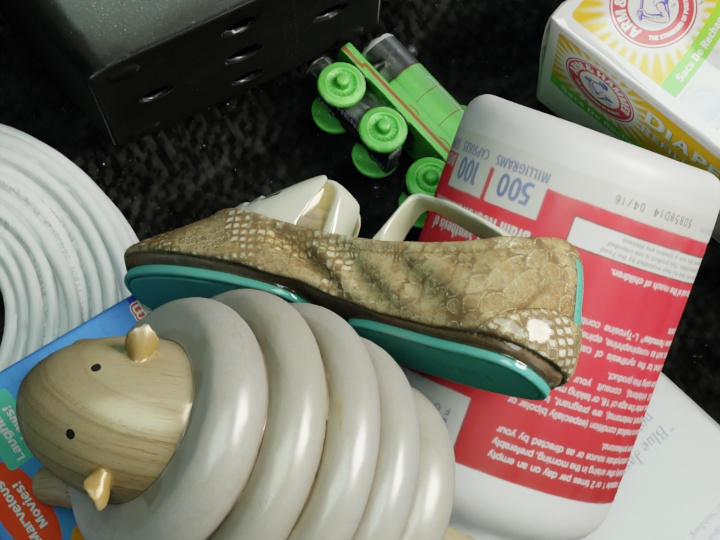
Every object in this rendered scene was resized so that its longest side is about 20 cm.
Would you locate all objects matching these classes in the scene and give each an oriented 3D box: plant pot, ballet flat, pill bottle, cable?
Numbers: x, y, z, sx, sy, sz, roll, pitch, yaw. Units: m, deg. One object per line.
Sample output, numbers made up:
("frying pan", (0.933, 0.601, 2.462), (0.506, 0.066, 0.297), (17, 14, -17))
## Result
("plant pot", (-0.088, -0.170, 0.937), (0.199, 0.200, 0.178), (-25, 83, -5))
("ballet flat", (0.000, 0.000, 0.828), (0.199, 0.071, 0.066), (13, 69, 29))
("pill bottle", (0.064, 0.039, 0.879), (0.112, 0.112, 0.201), (20, 95, 7))
("cable", (-0.186, 0.032, 0.943), (0.200, 0.069, 0.200), (-40, 78, -9))

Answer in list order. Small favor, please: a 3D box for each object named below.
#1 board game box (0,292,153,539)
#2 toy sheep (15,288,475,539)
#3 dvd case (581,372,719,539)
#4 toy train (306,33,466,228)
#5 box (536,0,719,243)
("board game box", (-0.116, 0.114, 0.814), (0.200, 0.045, 0.152), (-34, 92, -49))
("toy sheep", (-0.035, 0.073, 0.776), (0.199, 0.138, 0.139), (20, 72, -34))
("dvd case", (0.146, 0.154, 0.928), (0.200, 0.018, 0.143), (43, 79, 11))
("toy train", (0.054, -0.031, 0.970), (0.056, 0.042, 0.200), (-38, 77, -18))
("box", (0.187, -0.072, 0.944), (0.200, 0.101, 0.113), (40, 79, 11))
